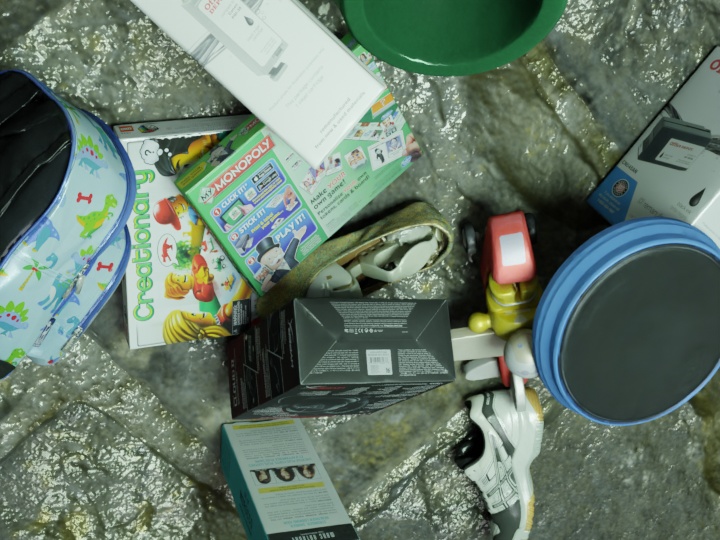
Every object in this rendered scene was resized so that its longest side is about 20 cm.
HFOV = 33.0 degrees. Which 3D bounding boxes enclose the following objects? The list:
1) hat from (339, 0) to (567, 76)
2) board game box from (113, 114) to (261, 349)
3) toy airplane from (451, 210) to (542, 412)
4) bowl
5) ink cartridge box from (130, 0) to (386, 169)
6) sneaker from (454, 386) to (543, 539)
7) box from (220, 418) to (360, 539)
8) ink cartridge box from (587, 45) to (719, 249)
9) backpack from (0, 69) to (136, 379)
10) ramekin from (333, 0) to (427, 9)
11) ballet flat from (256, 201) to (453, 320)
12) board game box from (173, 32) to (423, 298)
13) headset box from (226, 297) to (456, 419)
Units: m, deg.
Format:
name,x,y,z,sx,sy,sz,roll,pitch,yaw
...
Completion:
name,x,y,z,sx,sy,sz,roll,pitch,yaw
hat,0.079,-0.276,0.923,0.164,0.178,0.199,25,143,-32
board game box,-0.148,-0.033,1.069,0.124,0.035,0.203,-8,118,-18
toy airplane,0.148,0.061,1.167,0.198,0.142,0.200,32,115,-23
bowl,0.251,0.051,1.092,0.198,0.039,0.203,-8,118,-15
ink cartridge box,-0.083,-0.179,0.918,0.200,0.147,0.083,42,96,-10
sneaker,0.141,0.213,1.298,0.086,0.076,0.203,-1,112,-5
box,-0.070,0.213,1.130,0.081,0.200,0.050,-3,117,-19
ink cartridge box,0.334,-0.095,1.157,0.084,0.145,0.201,34,101,-31
backpack,-0.267,-0.040,0.941,0.201,0.183,0.147,-50,145,6
ramekin,0.066,-0.273,0.988,0.197,0.098,0.203,-9,119,-17
ballet flat,0.000,0.000,1.106,0.198,0.071,0.071,-28,123,-18
board game box,-0.048,-0.089,1.052,0.200,0.029,0.135,-41,130,-10
headset box,-0.026,0.084,1.096,0.147,0.200,0.078,1,75,-24
